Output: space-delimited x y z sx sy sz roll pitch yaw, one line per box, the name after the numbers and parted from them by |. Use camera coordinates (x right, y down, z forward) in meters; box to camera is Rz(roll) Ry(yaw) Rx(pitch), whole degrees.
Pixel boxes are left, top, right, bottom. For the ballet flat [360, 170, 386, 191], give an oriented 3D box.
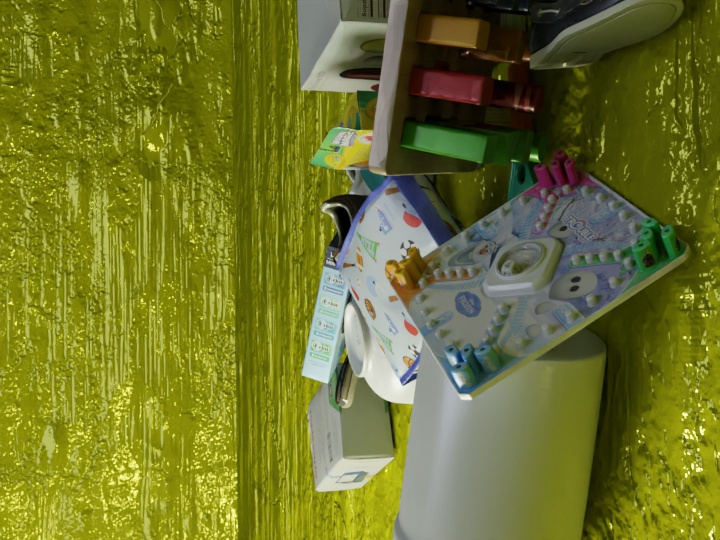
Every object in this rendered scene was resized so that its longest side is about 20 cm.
0.073 -0.063 1.132 0.203 0.073 0.074 63 158 9 | ballet flat

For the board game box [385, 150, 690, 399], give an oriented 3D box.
0.128 -0.009 0.748 0.026 0.198 0.201 57 -179 -28 | board game box

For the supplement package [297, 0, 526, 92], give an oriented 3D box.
0.046 -0.290 1.001 0.191 0.195 0.151 148 121 -72 | supplement package

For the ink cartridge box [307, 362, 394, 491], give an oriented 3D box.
-0.020 0.246 1.449 0.201 0.085 0.148 122 145 -59 | ink cartridge box

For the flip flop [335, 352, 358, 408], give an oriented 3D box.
0.015 0.103 1.347 0.081 0.056 0.204 131 156 -80 | flip flop

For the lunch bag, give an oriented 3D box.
0.068 0.002 0.993 0.172 0.122 0.201 57 160 16 | lunch bag

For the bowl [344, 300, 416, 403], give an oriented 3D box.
0.033 0.085 1.220 0.201 0.088 0.206 173 90 -74 | bowl

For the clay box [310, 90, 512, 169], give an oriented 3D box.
0.051 -0.145 0.983 0.115 0.195 0.049 140 128 -69 | clay box

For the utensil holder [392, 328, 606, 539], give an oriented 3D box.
0.120 0.149 0.805 0.170 0.166 0.205 -140 54 -70 | utensil holder

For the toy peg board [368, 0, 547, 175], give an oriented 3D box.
0.107 -0.180 0.816 0.096 0.199 0.204 14 103 27 | toy peg board

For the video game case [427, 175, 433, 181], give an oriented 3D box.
0.061 -0.120 1.273 0.182 0.022 0.205 -161 72 -73 | video game case

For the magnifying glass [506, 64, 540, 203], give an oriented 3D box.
0.161 -0.103 0.915 0.079 0.022 0.205 154 115 -73 | magnifying glass

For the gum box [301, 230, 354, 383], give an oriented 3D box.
-0.025 0.028 1.319 0.170 0.044 0.204 -61 -15 -63 | gum box

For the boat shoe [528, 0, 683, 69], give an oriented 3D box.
0.184 -0.207 0.737 0.200 0.070 0.069 -167 77 -77 | boat shoe

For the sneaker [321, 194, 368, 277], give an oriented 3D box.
0.000 0.000 1.129 0.071 0.074 0.204 -48 49 47 | sneaker

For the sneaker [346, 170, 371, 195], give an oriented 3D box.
0.019 -0.079 1.232 0.202 0.069 0.074 -101 1 -46 | sneaker
